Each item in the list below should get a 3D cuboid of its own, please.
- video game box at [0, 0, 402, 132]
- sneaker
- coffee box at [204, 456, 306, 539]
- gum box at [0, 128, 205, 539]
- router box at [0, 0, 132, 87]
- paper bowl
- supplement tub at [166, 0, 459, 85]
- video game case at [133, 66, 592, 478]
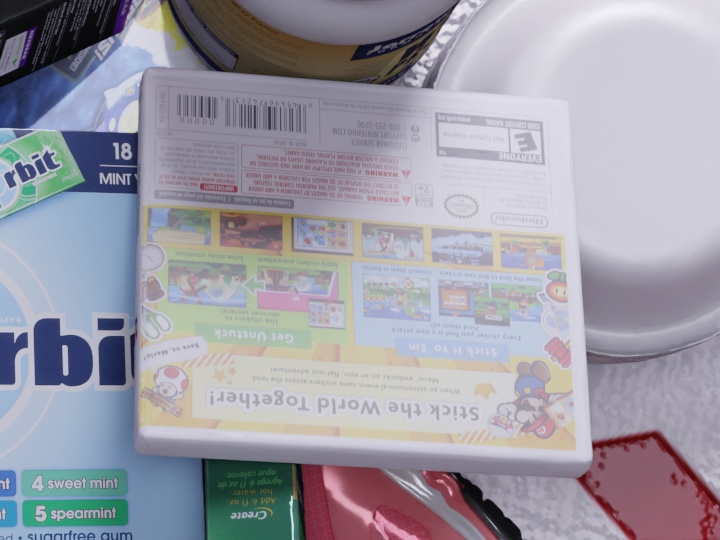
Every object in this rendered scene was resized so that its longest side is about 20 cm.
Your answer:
[{"bbox_3d":[-0.092,-0.085,1.367,0.182,0.047,0.200,33,82,-4],"label":"video game box"},{"bbox_3d":[0.016,0.127,1.355,0.087,0.074,0.200,-44,86,5],"label":"sneaker"},{"bbox_3d":[-0.043,0.155,1.222,0.044,0.123,0.201,-3,51,-1],"label":"coffee box"},{"bbox_3d":[-0.157,0.038,1.238,0.169,0.045,0.201,1,79,-19],"label":"gum box"},{"bbox_3d":[-0.219,-0.163,1.290,0.200,0.051,0.149,39,38,17],"label":"router box"},{"bbox_3d":[0.127,-0.057,1.358,0.200,0.104,0.202,1,84,-7],"label":"paper bowl"},{"bbox_3d":[-0.013,-0.161,1.261,0.144,0.200,0.145,1,81,-8],"label":"supplement tub"},{"bbox_3d":[0.000,0.000,1.237,0.199,0.023,0.183,4,63,-11],"label":"video game case"}]
